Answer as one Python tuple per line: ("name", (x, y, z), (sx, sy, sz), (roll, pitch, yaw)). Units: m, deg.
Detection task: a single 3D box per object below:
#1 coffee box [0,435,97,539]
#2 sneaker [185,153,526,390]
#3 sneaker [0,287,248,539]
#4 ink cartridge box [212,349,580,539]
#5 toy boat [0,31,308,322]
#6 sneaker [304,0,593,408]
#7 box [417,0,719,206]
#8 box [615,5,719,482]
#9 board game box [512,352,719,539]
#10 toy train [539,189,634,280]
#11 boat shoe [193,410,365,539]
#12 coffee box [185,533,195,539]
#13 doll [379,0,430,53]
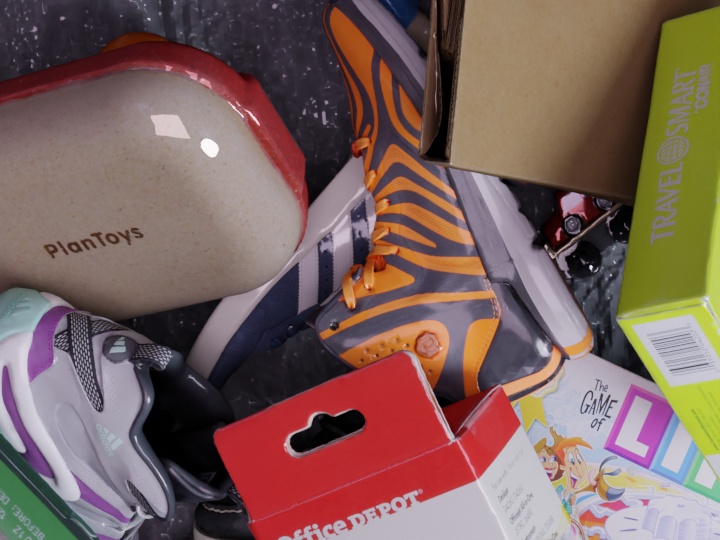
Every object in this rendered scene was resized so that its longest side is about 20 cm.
("coffee box", (-0.209, 0.138, 0.977), (0.123, 0.044, 0.199), (49, 137, -11))
("sneaker", (0.000, 0.000, 1.006), (0.084, 0.075, 0.200), (43, 97, -5))
("sneaker", (-0.100, 0.102, 0.969), (0.139, 0.078, 0.201), (13, 142, 22))
("ink cartridge box", (0.033, 0.131, 0.913), (0.115, 0.067, 0.201), (-24, 97, 28))
("toy boat", (-0.115, -0.059, 0.972), (0.198, 0.131, 0.131), (-11, 131, 27))
("sneaker", (0.012, -0.023, 0.936), (0.111, 0.078, 0.201), (-31, 82, 6))
("box", (0.101, -0.116, 0.926), (0.021, 0.199, 0.165), (4, 88, 41))
("box", (0.168, -0.023, 0.927), (0.047, 0.201, 0.122), (-11, 135, 29))
("board game box", (0.135, 0.125, 0.955), (0.199, 0.034, 0.136), (24, 90, 14))
("toy train", (0.116, -0.028, 1.028), (0.199, 0.034, 0.046), (-38, 90, 5))
("boat shoe", (0.010, 0.086, 1.020), (0.197, 0.075, 0.067), (-11, 110, -3))
("coffee box", (-0.070, 0.220, 0.987), (0.123, 0.200, 0.044), (-39, 129, 6))
("doll", (0.029, -0.171, 0.988), (0.198, 0.048, 0.138), (-10, 100, 0))
